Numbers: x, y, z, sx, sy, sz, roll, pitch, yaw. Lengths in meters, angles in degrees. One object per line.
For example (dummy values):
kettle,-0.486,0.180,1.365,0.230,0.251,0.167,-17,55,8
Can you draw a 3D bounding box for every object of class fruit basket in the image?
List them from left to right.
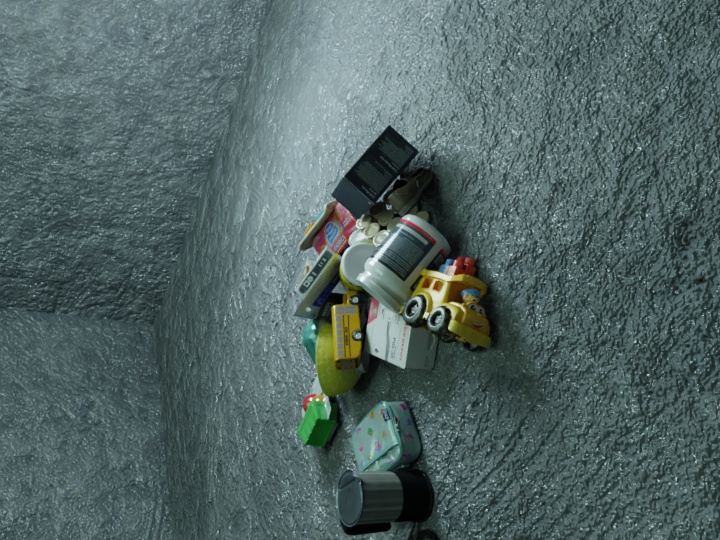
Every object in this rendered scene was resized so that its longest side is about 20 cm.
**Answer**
fruit basket,-0.126,0.417,1.890,0.200,0.093,0.186,-104,34,-62

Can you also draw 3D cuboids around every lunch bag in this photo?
lunch bag,0.059,0.421,1.544,0.200,0.077,0.161,-53,39,39

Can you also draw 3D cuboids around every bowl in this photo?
bowl,-0.038,0.239,1.717,0.107,0.200,0.201,-4,73,16

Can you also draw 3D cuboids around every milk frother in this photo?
milk frother,0.063,0.546,1.388,0.200,0.188,0.181,37,114,58

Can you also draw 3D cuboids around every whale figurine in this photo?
whale figurine,-0.113,0.236,1.839,0.159,0.103,0.201,42,-139,-75

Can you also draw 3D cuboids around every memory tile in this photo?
memory tile,0.081,-0.125,1.649,0.153,0.017,0.200,-44,42,0

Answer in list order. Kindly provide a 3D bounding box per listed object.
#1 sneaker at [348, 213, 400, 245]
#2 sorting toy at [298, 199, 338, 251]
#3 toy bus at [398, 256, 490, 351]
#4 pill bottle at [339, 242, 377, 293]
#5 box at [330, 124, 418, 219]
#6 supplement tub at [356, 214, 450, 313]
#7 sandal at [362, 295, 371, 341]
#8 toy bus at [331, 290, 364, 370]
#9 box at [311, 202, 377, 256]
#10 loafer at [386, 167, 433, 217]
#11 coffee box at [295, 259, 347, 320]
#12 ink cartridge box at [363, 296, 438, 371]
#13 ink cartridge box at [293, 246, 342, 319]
sneaker,0.069,-0.093,1.710,0.200,0.085,0.073,-16,47,37
sorting toy,-0.089,-0.155,1.892,0.036,0.185,0.200,48,134,11
toy bus,0.206,0.060,1.366,0.200,0.135,0.193,16,80,58
pill bottle,0.000,0.000,1.689,0.200,0.112,0.113,110,164,-79
box,0.032,-0.247,1.632,0.182,0.104,0.200,-51,5,-13
supplement tub,0.099,-0.016,1.474,0.200,0.140,0.140,-50,30,-6
sandal,0.034,0.097,1.681,0.043,0.076,0.201,27,110,19
toy bus,-0.032,0.152,1.640,0.065,0.078,0.201,85,180,-55
box,-0.045,-0.111,1.839,0.100,0.095,0.200,53,133,16
loafer,0.121,-0.208,1.554,0.073,0.071,0.200,-46,7,35
coffee box,-0.121,0.066,1.966,0.200,0.079,0.115,52,126,53
ink cartridge box,0.098,0.150,1.549,0.200,0.083,0.147,12,94,61
ink cartridge box,-0.114,0.039,1.755,0.043,0.198,0.200,35,90,13
